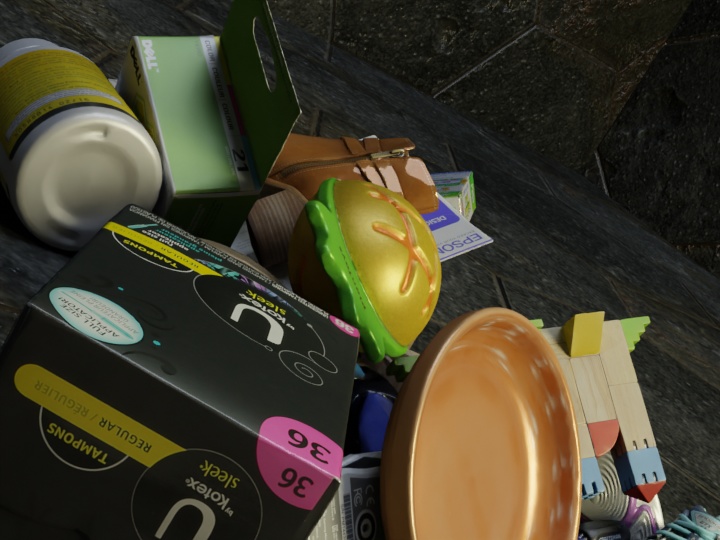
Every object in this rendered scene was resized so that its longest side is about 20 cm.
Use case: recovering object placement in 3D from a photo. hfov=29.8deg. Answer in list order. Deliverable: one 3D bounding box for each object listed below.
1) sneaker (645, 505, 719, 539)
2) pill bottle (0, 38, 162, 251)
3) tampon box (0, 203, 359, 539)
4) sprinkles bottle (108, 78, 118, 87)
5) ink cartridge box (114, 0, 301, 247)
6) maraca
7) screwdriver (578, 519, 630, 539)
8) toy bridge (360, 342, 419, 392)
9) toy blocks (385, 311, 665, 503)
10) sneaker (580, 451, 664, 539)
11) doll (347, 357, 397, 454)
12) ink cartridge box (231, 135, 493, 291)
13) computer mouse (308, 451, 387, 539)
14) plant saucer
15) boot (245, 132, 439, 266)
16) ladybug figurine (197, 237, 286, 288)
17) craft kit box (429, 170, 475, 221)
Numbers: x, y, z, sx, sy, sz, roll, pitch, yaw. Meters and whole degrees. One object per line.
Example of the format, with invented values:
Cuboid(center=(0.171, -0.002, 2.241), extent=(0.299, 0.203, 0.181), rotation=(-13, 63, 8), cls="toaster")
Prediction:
Cuboid(center=(0.223, 0.207, 0.973), extent=(0.078, 0.086, 0.200), rotation=(38, 14, 30), cls="sneaker")
Cuboid(center=(-0.231, -0.106, 1.033), extent=(0.111, 0.111, 0.200), rotation=(22, 17, -36), cls="pill bottle")
Cuboid(center=(-0.096, 0.074, 0.651), extent=(0.150, 0.126, 0.200), rotation=(30, 14, -6), cls="tampon box")
Cuboid(center=(-0.238, -0.146, 1.256), extent=(0.068, 0.068, 0.200), rotation=(35, 14, 12), cls="sprinkles bottle")
Cuboid(center=(-0.123, -0.121, 1.021), extent=(0.076, 0.200, 0.148), rotation=(-5, 64, -25), cls="ink cartridge box")
Cuboid(center=(0.000, 0.000, 0.953), extent=(0.137, 0.107, 0.200), rotation=(64, 10, -2), cls="maraca")
Cuboid(center=(0.134, 0.191, 0.941), extent=(0.028, 0.029, 0.200), rotation=(23, 7, 38), cls="screwdriver")
Cuboid(center=(0.034, 0.080, 1.139), extent=(0.067, 0.027, 0.200), rotation=(27, 14, -18), cls="toy bridge")
Cuboid(center=(0.132, 0.116, 0.994), extent=(0.199, 0.100, 0.137), rotation=(-6, 69, -18), cls="toy blocks")
Cuboid(center=(0.166, 0.149, 1.084), extent=(0.200, 0.075, 0.100), rotation=(45, -1, 19), cls="sneaker")
Cuboid(center=(0.012, 0.105, 0.936), extent=(0.137, 0.048, 0.200), rotation=(50, 5, -18), cls="doll")
Cuboid(center=(-0.024, -0.028, 1.132), extent=(0.198, 0.043, 0.200), rotation=(-20, 39, -22), cls="ink cartridge box")
Cuboid(center=(0.005, 0.135, 0.767), extent=(0.044, 0.110, 0.200), rotation=(-3, 0, 36), cls="computer mouse")
Cuboid(center=(0.070, 0.122, 0.789), extent=(0.037, 0.201, 0.200), rotation=(-3, -10, 35), cls="plant saucer")
Cuboid(center=(-0.034, -0.094, 1.116), extent=(0.155, 0.077, 0.200), rotation=(-17, 43, -10), cls="boot")
Cuboid(center=(-0.094, 0.042, 0.890), extent=(0.136, 0.072, 0.200), rotation=(30, 13, -12), cls="ladybug figurine")
Cuboid(center=(0.007, -0.059, 1.311), extent=(0.199, 0.049, 0.198), rotation=(-4, 8, 10), cls="craft kit box")
